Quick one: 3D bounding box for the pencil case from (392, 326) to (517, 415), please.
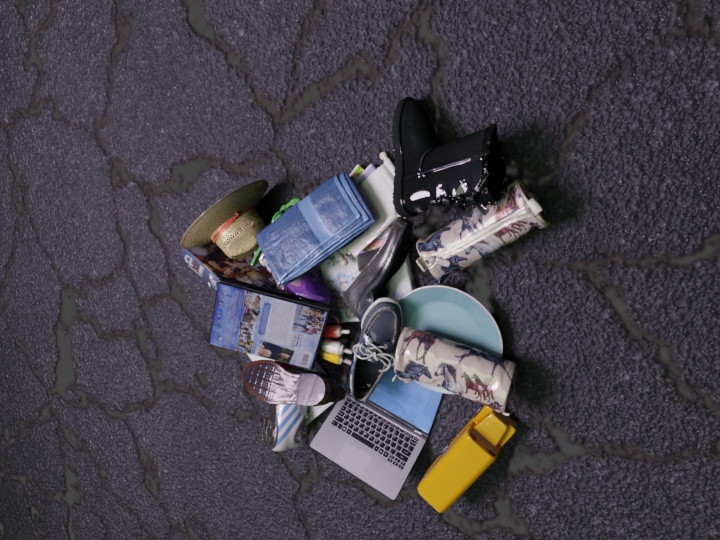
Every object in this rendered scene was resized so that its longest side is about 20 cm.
[{"bbox_3d":[0.151,0.160,0.818,0.197,0.078,0.091,17,108,17],"label":"pencil case"}]

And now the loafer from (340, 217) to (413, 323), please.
[{"bbox_3d":[0.023,-0.006,0.858,0.072,0.073,0.202,35,117,17],"label":"loafer"}]

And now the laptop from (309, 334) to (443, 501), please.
[{"bbox_3d":[0.028,0.260,0.930,0.185,0.201,0.117,24,147,23],"label":"laptop"}]

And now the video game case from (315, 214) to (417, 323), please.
[{"bbox_3d":[0.000,0.000,0.929,0.197,0.024,0.185,-7,99,31],"label":"video game case"}]

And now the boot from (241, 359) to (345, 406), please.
[{"bbox_3d":[-0.123,0.214,0.952,0.197,0.097,0.076,8,77,32],"label":"boot"}]

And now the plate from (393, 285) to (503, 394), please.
[{"bbox_3d":[0.139,0.115,0.865,0.197,0.026,0.204,9,115,20],"label":"plate"}]

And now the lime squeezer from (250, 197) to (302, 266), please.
[{"bbox_3d":[-0.124,-0.085,0.923,0.198,0.038,0.071,-31,80,10],"label":"lime squeezer"}]

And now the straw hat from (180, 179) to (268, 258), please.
[{"bbox_3d":[-0.219,-0.071,0.938,0.200,0.201,0.085,-40,90,31],"label":"straw hat"}]

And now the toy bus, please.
[{"bbox_3d":[0.180,0.315,0.874,0.065,0.078,0.201,39,119,15],"label":"toy bus"}]

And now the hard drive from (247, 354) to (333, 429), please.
[{"bbox_3d":[-0.140,0.211,1.063,0.132,0.026,0.201,-44,79,31],"label":"hard drive"}]

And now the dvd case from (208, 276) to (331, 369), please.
[{"bbox_3d":[-0.161,0.096,0.908,0.197,0.018,0.144,15,121,-6],"label":"dvd case"}]

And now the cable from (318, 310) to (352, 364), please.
[{"bbox_3d":[-0.108,0.123,0.964,0.196,0.050,0.099,2,111,10],"label":"cable"}]

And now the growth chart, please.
[{"bbox_3d":[-0.001,-0.107,0.884,0.199,0.018,0.146,-37,71,26],"label":"growth chart"}]

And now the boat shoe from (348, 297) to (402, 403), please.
[{"bbox_3d":[0.021,0.138,0.868,0.074,0.062,0.202,19,121,-5],"label":"boat shoe"}]

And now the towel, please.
[{"bbox_3d":[-0.079,-0.070,0.864,0.199,0.048,0.113,-35,74,11],"label":"towel"}]

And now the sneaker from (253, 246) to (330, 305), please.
[{"bbox_3d":[-0.118,-0.013,0.945,0.200,0.080,0.089,46,116,29],"label":"sneaker"}]

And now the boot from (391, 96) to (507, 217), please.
[{"bbox_3d":[0.125,-0.172,0.744,0.161,0.073,0.202,-7,76,43],"label":"boot"}]

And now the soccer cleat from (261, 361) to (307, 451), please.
[{"bbox_3d":[-0.142,0.254,1.028,0.069,0.085,0.204,1,82,56],"label":"soccer cleat"}]

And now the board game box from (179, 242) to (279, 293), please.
[{"bbox_3d":[-0.232,0.012,1.000,0.199,0.135,0.035,38,118,15],"label":"board game box"}]

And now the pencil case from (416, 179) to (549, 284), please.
[{"bbox_3d":[0.178,-0.056,0.765,0.199,0.090,0.078,-31,102,31],"label":"pencil case"}]
